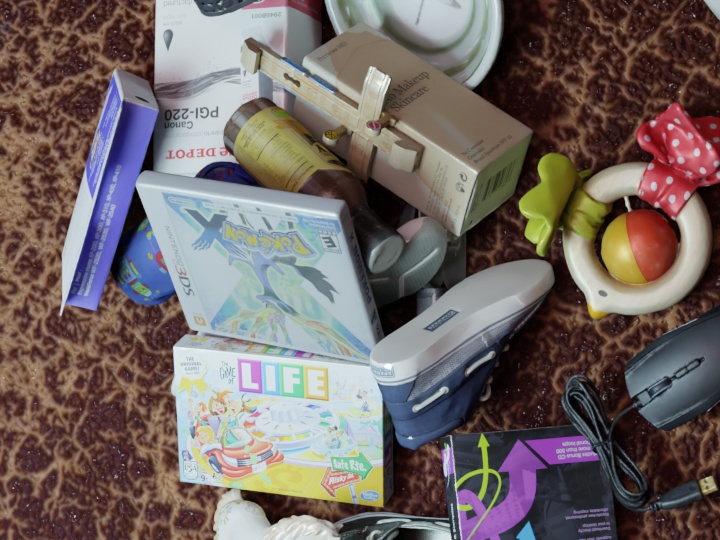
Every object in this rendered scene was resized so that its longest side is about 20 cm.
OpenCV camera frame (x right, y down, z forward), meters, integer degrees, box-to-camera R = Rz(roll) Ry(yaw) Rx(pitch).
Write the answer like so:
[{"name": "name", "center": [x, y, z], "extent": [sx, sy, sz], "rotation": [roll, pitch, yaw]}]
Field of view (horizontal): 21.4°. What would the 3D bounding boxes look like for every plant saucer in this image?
[{"name": "plant saucer", "center": [0.056, -0.252, 1.719], "extent": [0.199, 0.050, 0.202], "rotation": [21, 125, 32]}]

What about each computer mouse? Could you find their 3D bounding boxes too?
[{"name": "computer mouse", "center": [0.278, 0.115, 1.594], "extent": [0.198, 0.046, 0.142], "rotation": [-26, 76, 6]}]

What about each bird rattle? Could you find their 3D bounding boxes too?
[{"name": "bird rattle", "center": [0.239, -0.046, 1.641], "extent": [0.198, 0.113, 0.165], "rotation": [-17, 89, 7]}]

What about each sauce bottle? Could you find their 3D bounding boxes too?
[{"name": "sauce bottle", "center": [-0.039, -0.072, 1.655], "extent": [0.200, 0.065, 0.065], "rotation": [44, 101, 29]}]

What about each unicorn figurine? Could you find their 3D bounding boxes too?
[{"name": "unicorn figurine", "center": [-0.084, 0.258, 1.699], "extent": [0.199, 0.073, 0.139], "rotation": [31, 108, 40]}]

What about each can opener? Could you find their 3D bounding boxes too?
[{"name": "can opener", "center": [0.065, 0.034, 1.719], "extent": [0.067, 0.053, 0.203], "rotation": [-7, 80, 54]}]

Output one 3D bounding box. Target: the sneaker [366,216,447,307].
[{"name": "sneaker", "center": [0.000, 0.000, 1.703], "extent": [0.200, 0.070, 0.081], "rotation": [-41, 53, 39]}]

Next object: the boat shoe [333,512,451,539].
[{"name": "boat shoe", "center": [0.033, 0.246, 1.687], "extent": [0.198, 0.071, 0.073], "rotation": [-12, 80, 21]}]

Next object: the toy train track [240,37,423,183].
[{"name": "toy train track", "center": [-0.033, -0.142, 1.667], "extent": [0.199, 0.032, 0.115], "rotation": [35, 135, 23]}]

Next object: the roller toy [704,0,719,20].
[{"name": "roller toy", "center": [0.360, -0.274, 1.570], "extent": [0.182, 0.140, 0.200], "rotation": [-45, 69, 12]}]

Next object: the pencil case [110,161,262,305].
[{"name": "pencil case", "center": [-0.157, -0.036, 1.752], "extent": [0.200, 0.078, 0.087], "rotation": [-32, 26, 52]}]

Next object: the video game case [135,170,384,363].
[{"name": "video game case", "center": [-0.084, -0.001, 1.646], "extent": [0.198, 0.183, 0.022], "rotation": [9, 48, 25]}]

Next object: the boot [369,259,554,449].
[{"name": "boot", "center": [0.095, 0.070, 1.662], "extent": [0.073, 0.199, 0.091], "rotation": [22, 135, 53]}]

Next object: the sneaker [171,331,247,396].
[{"name": "sneaker", "center": [-0.097, 0.048, 1.771], "extent": [0.084, 0.073, 0.201], "rotation": [30, 105, 16]}]

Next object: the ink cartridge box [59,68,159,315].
[{"name": "ink cartridge box", "center": [-0.234, -0.071, 1.761], "extent": [0.043, 0.200, 0.200], "rotation": [16, 103, -12]}]

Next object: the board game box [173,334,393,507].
[{"name": "board game box", "center": [-0.069, 0.135, 1.724], "extent": [0.198, 0.034, 0.136], "rotation": [5, 110, 17]}]

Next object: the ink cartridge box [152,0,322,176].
[{"name": "ink cartridge box", "center": [-0.116, -0.178, 1.792], "extent": [0.144, 0.085, 0.203], "rotation": [-2, 85, 23]}]

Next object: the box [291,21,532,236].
[{"name": "box", "center": [0.043, -0.128, 1.699], "extent": [0.199, 0.095, 0.078], "rotation": [34, 136, 20]}]

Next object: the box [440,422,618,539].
[{"name": "box", "center": [0.149, 0.235, 1.621], "extent": [0.141, 0.036, 0.202], "rotation": [-4, 82, -13]}]

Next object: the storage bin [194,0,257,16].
[{"name": "storage bin", "center": [-0.115, -0.326, 1.734], "extent": [0.134, 0.094, 0.200], "rotation": [-25, 34, -4]}]
